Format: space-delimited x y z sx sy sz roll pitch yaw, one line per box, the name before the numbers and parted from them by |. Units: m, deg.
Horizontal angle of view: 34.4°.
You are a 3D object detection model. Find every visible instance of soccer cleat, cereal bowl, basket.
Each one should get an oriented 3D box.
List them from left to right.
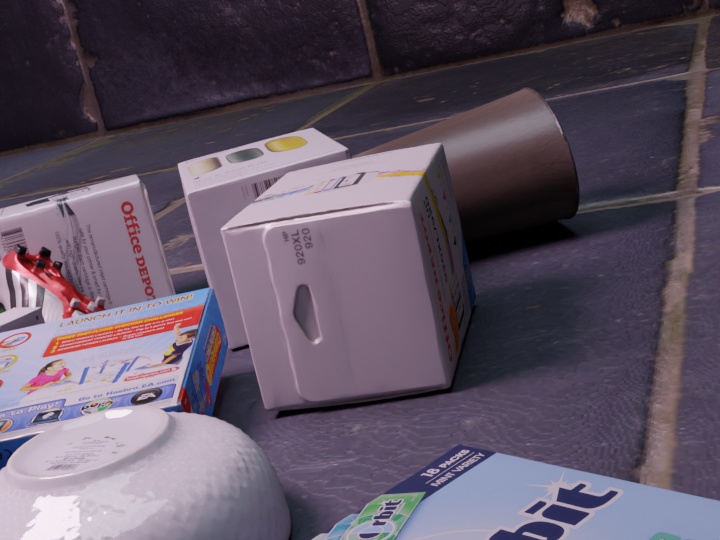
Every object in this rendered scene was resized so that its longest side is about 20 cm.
soccer cleat | -0.283 0.053 1.090 0.200 0.085 0.069 38 19 32
cereal bowl | -0.144 0.134 0.670 0.200 0.083 0.200 -12 15 3
basket | 0.094 -0.088 1.167 0.200 0.136 0.180 -18 15 -3

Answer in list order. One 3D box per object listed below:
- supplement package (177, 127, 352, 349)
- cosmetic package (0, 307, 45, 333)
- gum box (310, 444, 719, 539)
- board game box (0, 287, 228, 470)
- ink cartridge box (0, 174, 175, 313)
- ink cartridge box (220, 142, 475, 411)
supplement package | -0.082 -0.039 1.119 0.152 0.151 0.200 -16 15 -8
cosmetic package | -0.348 0.103 0.966 0.051 0.083 0.200 1 20 42
gum box | 0.063 0.146 0.515 0.170 0.045 0.200 -26 20 -38
board game box | -0.210 0.095 0.875 0.200 0.056 0.196 -12 22 5
ink cartridge box | -0.304 -0.004 1.201 0.200 0.147 0.083 -15 15 -10
ink cartridge box | 0.000 0.000 0.910 0.145 0.147 0.200 -10 15 14
